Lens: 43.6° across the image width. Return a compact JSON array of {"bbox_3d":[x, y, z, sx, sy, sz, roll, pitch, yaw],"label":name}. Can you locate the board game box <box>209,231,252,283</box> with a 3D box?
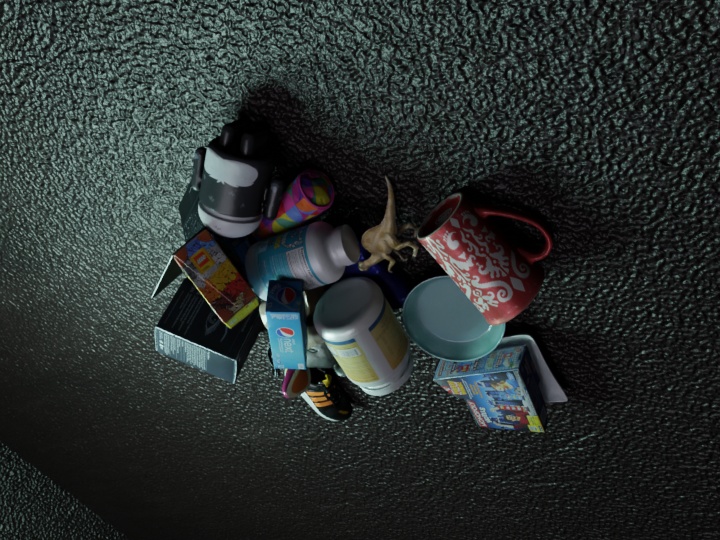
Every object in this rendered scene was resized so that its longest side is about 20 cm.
[{"bbox_3d":[-0.250,-0.032,1.768,0.199,0.034,0.137,30,153,49],"label":"board game box"}]

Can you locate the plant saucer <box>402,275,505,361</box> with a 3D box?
[{"bbox_3d":[0.177,0.084,1.699,0.195,0.036,0.203,8,126,11],"label":"plant saucer"}]

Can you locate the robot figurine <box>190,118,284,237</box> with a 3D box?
[{"bbox_3d":[-0.217,-0.158,1.582,0.122,0.150,0.204,-1,119,-31],"label":"robot figurine"}]

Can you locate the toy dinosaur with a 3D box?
[{"bbox_3d":[0.053,-0.060,1.591,0.099,0.059,0.203,12,125,-12],"label":"toy dinosaur"}]

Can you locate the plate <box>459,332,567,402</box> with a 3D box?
[{"bbox_3d":[0.291,0.191,1.789,0.197,0.033,0.201,-8,131,37],"label":"plate"}]

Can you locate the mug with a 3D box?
[{"bbox_3d":[0.212,-0.041,1.521,0.200,0.178,0.133,43,176,-15],"label":"mug"}]

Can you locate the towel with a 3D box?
[{"bbox_3d":[0.000,0.000,1.731,0.146,0.050,0.200,-15,126,48],"label":"towel"}]

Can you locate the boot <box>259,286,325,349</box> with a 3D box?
[{"bbox_3d":[-0.136,0.065,1.757,0.144,0.070,0.205,-4,103,35],"label":"boot"}]

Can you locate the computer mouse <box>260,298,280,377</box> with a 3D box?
[{"bbox_3d":[-0.180,0.122,1.894,0.033,0.205,0.058,-5,179,-27],"label":"computer mouse"}]

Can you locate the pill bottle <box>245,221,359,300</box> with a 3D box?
[{"bbox_3d":[-0.102,-0.021,1.620,0.196,0.112,0.112,-17,128,24],"label":"pill bottle"}]

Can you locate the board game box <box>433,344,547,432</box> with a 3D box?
[{"bbox_3d":[0.255,0.230,1.780,0.196,0.062,0.202,1,136,32],"label":"board game box"}]

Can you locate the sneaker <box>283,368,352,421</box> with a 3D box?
[{"bbox_3d":[-0.084,0.276,2.076,0.200,0.071,0.090,42,143,-16],"label":"sneaker"}]

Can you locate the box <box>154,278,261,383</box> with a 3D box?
[{"bbox_3d":[-0.335,0.133,1.994,0.196,0.149,0.105,23,143,5],"label":"box"}]

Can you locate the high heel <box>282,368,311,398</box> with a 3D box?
[{"bbox_3d":[-0.148,0.209,1.934,0.094,0.200,0.069,-2,114,23],"label":"high heel"}]

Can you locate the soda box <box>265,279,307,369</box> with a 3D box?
[{"bbox_3d":[-0.132,0.102,1.636,0.063,0.069,0.202,2,145,1],"label":"soda box"}]

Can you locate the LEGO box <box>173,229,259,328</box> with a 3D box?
[{"bbox_3d":[-0.260,0.020,1.653,0.150,0.077,0.200,52,172,2],"label":"LEGO box"}]

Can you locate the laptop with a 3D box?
[{"bbox_3d":[-0.346,-0.078,1.700,0.101,0.204,0.177,-3,154,-29],"label":"laptop"}]

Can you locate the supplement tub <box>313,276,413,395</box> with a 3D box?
[{"bbox_3d":[0.010,0.128,1.713,0.142,0.146,0.202,-2,136,32],"label":"supplement tub"}]

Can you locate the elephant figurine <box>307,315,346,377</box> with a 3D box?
[{"bbox_3d":[-0.092,0.097,1.840,0.152,0.143,0.203,2,129,-16],"label":"elephant figurine"}]

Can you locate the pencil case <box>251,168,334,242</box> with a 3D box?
[{"bbox_3d":[-0.131,-0.115,1.641,0.088,0.089,0.199,41,140,-20],"label":"pencil case"}]
